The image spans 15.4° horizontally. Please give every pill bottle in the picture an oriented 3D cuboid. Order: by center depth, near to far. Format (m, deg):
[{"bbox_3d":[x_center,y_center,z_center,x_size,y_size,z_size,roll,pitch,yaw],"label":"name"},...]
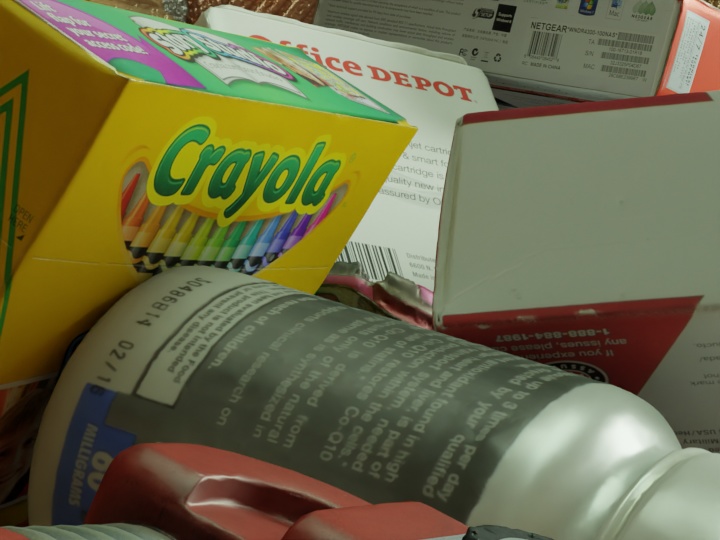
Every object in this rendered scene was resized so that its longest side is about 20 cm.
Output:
[{"bbox_3d":[0.019,0.075,0.715,0.200,0.114,0.114,16,5,33],"label":"pill bottle"}]

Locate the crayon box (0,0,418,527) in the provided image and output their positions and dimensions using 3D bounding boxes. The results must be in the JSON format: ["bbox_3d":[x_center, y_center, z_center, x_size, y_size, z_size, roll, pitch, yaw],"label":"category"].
[{"bbox_3d":[-0.083,0.010,0.793,0.058,0.173,0.200,37,13,19],"label":"crayon box"}]

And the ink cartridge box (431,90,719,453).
[{"bbox_3d":[0.117,0.037,0.823,0.147,0.083,0.200,-4,-37,15],"label":"ink cartridge box"}]

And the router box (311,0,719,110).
[{"bbox_3d":[0.107,-0.093,1.230,0.200,0.049,0.179,13,-3,39],"label":"router box"}]

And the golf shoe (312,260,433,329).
[{"bbox_3d":[-0.054,0.057,0.934,0.073,0.092,0.200,29,-28,-34],"label":"golf shoe"}]

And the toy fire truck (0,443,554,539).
[{"bbox_3d":[-0.069,0.082,0.500,0.200,0.129,0.176,27,10,25],"label":"toy fire truck"}]

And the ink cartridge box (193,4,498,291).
[{"bbox_3d":[0.000,0.000,1.085,0.146,0.084,0.200,11,44,-31],"label":"ink cartridge box"}]
